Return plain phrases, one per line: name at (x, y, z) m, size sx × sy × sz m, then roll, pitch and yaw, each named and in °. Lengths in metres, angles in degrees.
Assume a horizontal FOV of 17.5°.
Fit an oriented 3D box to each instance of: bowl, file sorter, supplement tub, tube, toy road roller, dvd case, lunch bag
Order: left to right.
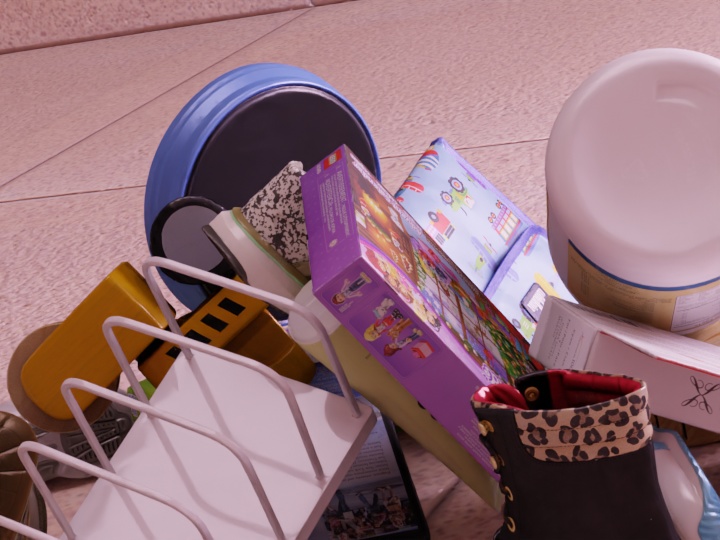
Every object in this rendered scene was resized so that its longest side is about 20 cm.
file sorter at (-0.107, 0.110, 1.335) m, size 0.138 × 0.125 × 0.201 m, roll 17°, pitch 59°, yaw 27°
toy road roller at (-0.118, 0.052, 1.511) m, size 0.200 × 0.146 × 0.123 m, roll -43°, pitch 2°, yaw -3°
bowl at (-0.067, -0.052, 1.733) m, size 0.200 × 0.202 × 0.039 m, roll -23°, pitch 26°, yaw -32°
dvd case at (-0.043, 0.126, 1.509) m, size 0.142 × 0.018 × 0.200 m, roll -9°, pitch 33°, yaw -7°
tube at (0.036, 0.069, 1.428) m, size 0.058 × 0.200 × 0.052 m, roll -48°, pitch 38°, yaw 1°
lunch bag at (0.088, 0.028, 1.627) m, size 0.094 × 0.200 × 0.151 m, roll -52°, pitch 3°, yaw 37°
supplement tub at (0.187, -0.041, 1.445) m, size 0.144 × 0.146 × 0.200 m, roll -13°, pitch -15°, yaw 2°

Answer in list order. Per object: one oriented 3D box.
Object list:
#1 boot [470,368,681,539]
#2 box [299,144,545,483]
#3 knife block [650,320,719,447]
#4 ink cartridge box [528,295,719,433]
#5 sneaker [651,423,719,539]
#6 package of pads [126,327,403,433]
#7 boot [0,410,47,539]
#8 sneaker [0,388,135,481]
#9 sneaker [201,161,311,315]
boot at (0.086, 0.133, 1.254) m, size 0.199 × 0.152 × 0.073 m, roll -2°, pitch 19°, yaw 35°
box at (0.044, 0.033, 1.368) m, size 0.039 × 0.200 × 0.137 m, roll -36°, pitch 27°, yaw 16°
knife block at (0.259, 0.051, 1.573) m, size 0.199 × 0.064 × 0.176 m, roll -12°, pitch 15°, yaw 6°
ink cartridge box at (0.218, 0.075, 1.370) m, size 0.199 × 0.045 × 0.176 m, roll 16°, pitch 6°, yaw -17°
sneaker at (0.157, 0.133, 1.372) m, size 0.081 × 0.077 × 0.200 m, roll -36°, pitch 21°, yaw -9°
package of pads at (-0.049, 0.091, 1.678) m, size 0.199 × 0.069 × 0.154 m, roll -21°, pitch 16°, yaw -23°
boot at (-0.241, 0.199, 1.416) m, size 0.072 × 0.201 × 0.155 m, roll 17°, pitch -21°, yaw 3°
sneaker at (-0.262, 0.131, 1.732) m, size 0.199 × 0.079 × 0.099 m, roll -9°, pitch 6°, yaw -13°
sneaker at (0.000, 0.000, 1.445) m, size 0.089 × 0.200 × 0.077 m, roll -49°, pitch 38°, yaw 11°
